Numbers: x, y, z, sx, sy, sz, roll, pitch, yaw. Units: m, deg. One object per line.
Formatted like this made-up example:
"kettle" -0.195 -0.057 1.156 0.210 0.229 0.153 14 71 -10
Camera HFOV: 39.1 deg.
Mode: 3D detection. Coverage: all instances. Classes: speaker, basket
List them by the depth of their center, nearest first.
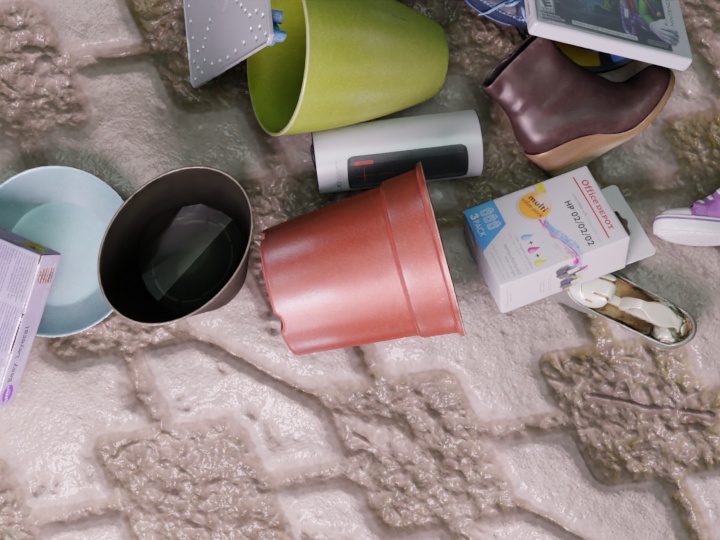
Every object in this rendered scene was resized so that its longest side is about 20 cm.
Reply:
"basket" -0.190 -0.015 1.121 0.136 0.200 0.180 41 84 3
"speaker" 0.041 -0.141 1.201 0.199 0.081 0.082 -6 85 -3

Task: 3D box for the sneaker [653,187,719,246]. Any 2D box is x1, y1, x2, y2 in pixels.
"sneaker" 0.440 -0.090 1.217 0.200 0.073 0.115 -2 81 -12

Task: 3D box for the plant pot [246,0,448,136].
"plant pot" -0.006 -0.246 1.165 0.199 0.187 0.188 -2 84 -26

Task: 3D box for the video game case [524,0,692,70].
"video game case" 0.277 -0.323 1.165 0.199 0.023 0.182 9 58 -15

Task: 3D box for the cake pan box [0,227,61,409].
"cake pan box" -0.455 0.041 1.151 0.184 0.052 0.201 20 96 13

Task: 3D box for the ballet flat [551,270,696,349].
"ballet flat" 0.306 0.031 1.200 0.199 0.064 0.068 26 84 1

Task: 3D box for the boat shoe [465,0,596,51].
"boat shoe" 0.216 -0.323 1.195 0.199 0.069 0.084 16 91 4

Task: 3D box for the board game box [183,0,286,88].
"board game box" -0.151 -0.331 1.164 0.026 0.200 0.201 -4 86 -34

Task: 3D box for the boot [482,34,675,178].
"boot" 0.260 -0.218 1.190 0.200 0.072 0.166 -40 116 2

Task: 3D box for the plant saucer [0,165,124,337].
"plant saucer" -0.359 -0.022 1.198 0.200 0.039 0.202 0 85 -1

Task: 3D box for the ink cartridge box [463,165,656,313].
"ink cartridge box" 0.233 -0.044 1.182 0.199 0.068 0.115 -21 58 -4

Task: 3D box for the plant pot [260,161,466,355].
"plant pot" 0.000 0.000 1.139 0.195 0.201 0.202 -15 85 5

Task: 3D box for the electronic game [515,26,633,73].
"electronic game" 0.280 -0.341 1.247 0.199 0.042 0.201 0 84 -1
